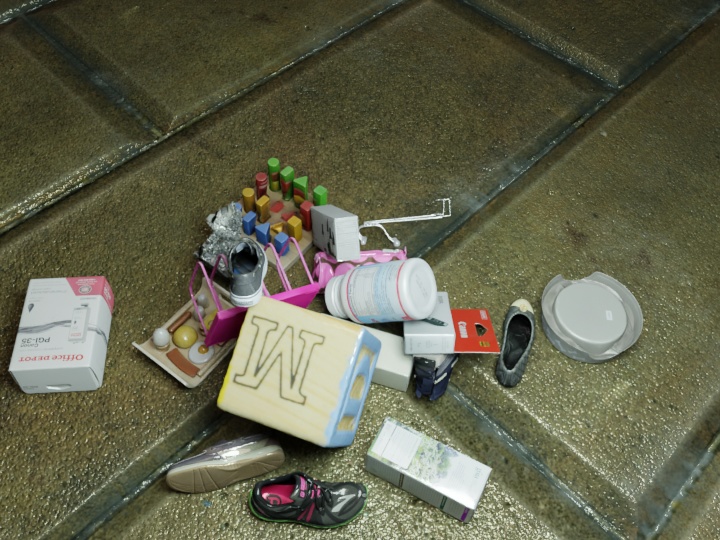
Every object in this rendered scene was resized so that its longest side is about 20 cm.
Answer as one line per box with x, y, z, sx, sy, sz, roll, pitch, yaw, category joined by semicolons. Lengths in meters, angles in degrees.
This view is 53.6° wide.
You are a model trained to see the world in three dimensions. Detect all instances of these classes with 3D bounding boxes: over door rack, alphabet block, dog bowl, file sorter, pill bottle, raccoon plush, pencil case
0.092;-0.092;1.474;0.198;0.148;0.067;-17;95;2;over door rack
-0.095;0.173;1.203;0.198;0.195;0.198;16;79;14;alphabet block
0.453;0.095;1.420;0.197;0.059;0.202;2;54;-2;dog bowl
-0.203;0.034;1.324;0.198;0.139;0.126;-16;72;-29;file sorter
0.034;0.042;1.318;0.198;0.109;0.109;-8;42;39;pill bottle
-0.240;-0.042;1.451;0.199;0.097;0.135;37;78;-10;raccoon plush
0.000;0.000;1.442;0.197;0.095;0.091;-3;35;-7;pencil case

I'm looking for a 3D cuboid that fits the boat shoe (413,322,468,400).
0.151;0.167;1.349;0.074;0.094;0.200;10;23;27;boat shoe

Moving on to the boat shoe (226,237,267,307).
-0.194;-0.017;1.187;0.069;0.067;0.201;-1;29;-3;boat shoe

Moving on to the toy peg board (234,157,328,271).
-0.179;-0.134;1.529;0.199;0.098;0.199;32;58;20;toy peg board

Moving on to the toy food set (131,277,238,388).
-0.314;0.113;1.359;0.143;0.061;0.200;31;57;19;toy food set

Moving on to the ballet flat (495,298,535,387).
0.307;0.135;1.382;0.066;0.057;0.201;15;54;7;ballet flat

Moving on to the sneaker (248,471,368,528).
-0.085;0.374;1.164;0.197;0.084;0.077;-2;54;-4;sneaker

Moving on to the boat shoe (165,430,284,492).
-0.229;0.321;1.208;0.198;0.072;0.065;-13;42;-9;boat shoe

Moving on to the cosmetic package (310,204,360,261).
-0.053;-0.077;1.403;0.050;0.084;0.200;-6;12;-16;cosmetic package

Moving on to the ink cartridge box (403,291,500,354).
0.166;0.095;1.343;0.171;0.044;0.200;-1;20;3;ink cartridge box

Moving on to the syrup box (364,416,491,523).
0.113;0.336;1.205;0.198;0.082;0.079;24;57;14;syrup box

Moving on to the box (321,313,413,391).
0.004;0.154;1.343;0.198;0.069;0.083;17;55;9;box

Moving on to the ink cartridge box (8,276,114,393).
-0.551;0.117;1.328;0.145;0.083;0.202;-2;53;-5;ink cartridge box
